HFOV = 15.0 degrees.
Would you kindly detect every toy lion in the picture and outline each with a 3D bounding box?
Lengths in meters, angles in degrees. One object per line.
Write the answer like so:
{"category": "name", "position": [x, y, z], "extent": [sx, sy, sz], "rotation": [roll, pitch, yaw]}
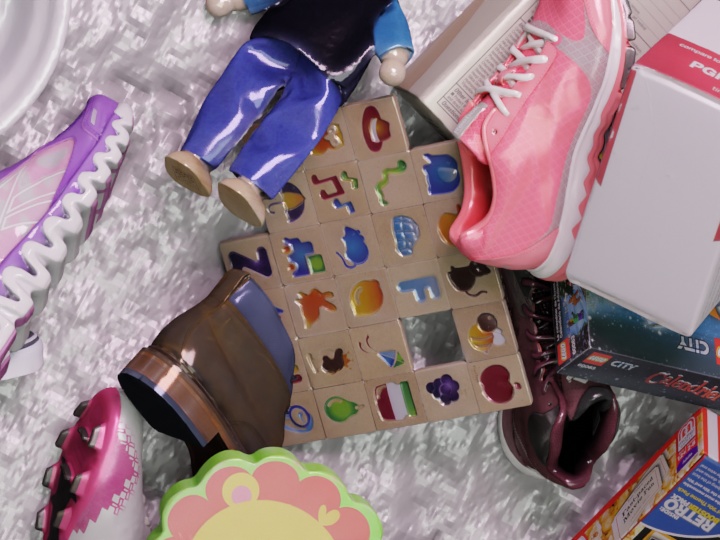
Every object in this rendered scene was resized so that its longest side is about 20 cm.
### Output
{"category": "toy lion", "position": [-0.056, 0.211, 1.566], "extent": [0.192, 0.069, 0.200], "rotation": [-39, 100, -2]}

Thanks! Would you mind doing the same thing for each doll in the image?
{"category": "doll", "position": [-0.036, -0.127, 1.589], "extent": [0.136, 0.049, 0.200], "rotation": [28, 72, 24]}

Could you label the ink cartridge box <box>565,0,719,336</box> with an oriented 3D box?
{"category": "ink cartridge box", "position": [0.208, -0.077, 1.547], "extent": [0.083, 0.200, 0.147], "rotation": [26, 126, 17]}

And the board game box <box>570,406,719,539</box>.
{"category": "board game box", "position": [0.210, 0.192, 1.677], "extent": [0.151, 0.046, 0.200], "rotation": [30, 124, -16]}

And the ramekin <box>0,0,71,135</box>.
{"category": "ramekin", "position": [-0.266, -0.161, 1.528], "extent": [0.200, 0.098, 0.201], "rotation": [-2, 100, -12]}

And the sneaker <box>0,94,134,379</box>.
{"category": "sneaker", "position": [-0.201, -0.029, 1.555], "extent": [0.088, 0.081, 0.200], "rotation": [29, 64, 3]}

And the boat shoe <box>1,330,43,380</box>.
{"category": "boat shoe", "position": [-0.281, 0.024, 1.577], "extent": [0.199, 0.072, 0.068], "rotation": [6, 100, -6]}

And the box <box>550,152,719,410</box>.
{"category": "box", "position": [0.206, 0.013, 1.639], "extent": [0.199, 0.038, 0.137], "rotation": [14, 58, -26]}

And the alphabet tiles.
{"category": "alphabet tiles", "position": [0.000, 0.000, 1.623], "extent": [0.167, 0.008, 0.201], "rotation": [-10, 104, 20]}

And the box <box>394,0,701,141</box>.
{"category": "box", "position": [0.125, -0.146, 1.628], "extent": [0.200, 0.078, 0.095], "rotation": [-44, 107, -2]}

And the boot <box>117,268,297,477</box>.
{"category": "boot", "position": [-0.058, 0.091, 1.625], "extent": [0.097, 0.075, 0.200], "rotation": [-51, 134, -20]}

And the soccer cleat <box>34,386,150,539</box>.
{"category": "soccer cleat", "position": [-0.152, 0.167, 1.635], "extent": [0.086, 0.070, 0.201], "rotation": [13, 103, -23]}

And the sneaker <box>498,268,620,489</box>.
{"category": "sneaker", "position": [0.129, 0.038, 1.643], "extent": [0.075, 0.116, 0.201], "rotation": [-5, 102, -12]}

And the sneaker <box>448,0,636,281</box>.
{"category": "sneaker", "position": [0.098, -0.092, 1.548], "extent": [0.086, 0.074, 0.201], "rotation": [3, 102, -22]}
